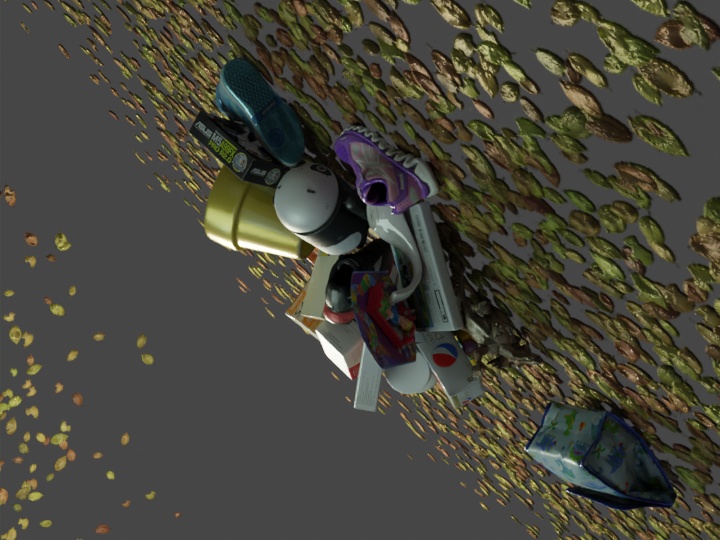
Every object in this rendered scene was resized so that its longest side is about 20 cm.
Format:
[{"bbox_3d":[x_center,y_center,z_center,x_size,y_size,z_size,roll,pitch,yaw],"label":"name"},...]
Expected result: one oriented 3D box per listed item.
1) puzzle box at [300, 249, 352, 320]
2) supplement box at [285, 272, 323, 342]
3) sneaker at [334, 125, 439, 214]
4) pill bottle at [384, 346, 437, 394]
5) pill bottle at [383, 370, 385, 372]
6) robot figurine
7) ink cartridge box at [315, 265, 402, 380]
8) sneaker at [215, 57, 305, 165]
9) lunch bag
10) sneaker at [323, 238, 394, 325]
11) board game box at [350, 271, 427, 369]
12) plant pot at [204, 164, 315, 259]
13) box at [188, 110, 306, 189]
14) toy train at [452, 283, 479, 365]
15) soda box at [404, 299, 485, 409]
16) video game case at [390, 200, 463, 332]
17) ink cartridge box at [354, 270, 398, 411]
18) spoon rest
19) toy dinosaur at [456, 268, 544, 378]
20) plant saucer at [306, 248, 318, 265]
[{"bbox_3d":[-0.056,-0.006,1.773,0.025,0.202,0.133,18,174,-19],"label":"puzzle box"},{"bbox_3d":[-0.057,0.105,2.128,0.200,0.126,0.073,40,171,-38],"label":"supplement box"},{"bbox_3d":[0.020,-0.143,1.384,0.200,0.088,0.081,34,164,39],"label":"sneaker"},{"bbox_3d":[0.109,0.164,1.774,0.112,0.113,0.200,43,-164,6],"label":"pill bottle"},{"bbox_3d":[0.065,0.162,2.057,0.200,0.106,0.106,40,165,16],"label":"pill bottle"},{"bbox_3d":[-0.058,-0.103,1.589,0.200,0.150,0.125,31,-152,-53],"label":"robot figurine"},{"bbox_3d":[0.021,0.096,1.815,0.083,0.200,0.145,41,166,22],"label":"ink cartridge box"},{"bbox_3d":[-0.174,-0.261,1.612,0.201,0.079,0.130,57,162,-8],"label":"sneaker"},{"bbox_3d":[0.401,0.320,1.563,0.199,0.128,0.170,36,167,-20],"label":"lunch bag"},{"bbox_3d":[0.000,0.000,1.650,0.070,0.201,0.098,20,140,23],"label":"sneaker"},{"bbox_3d":[0.053,0.070,1.496,0.200,0.039,0.159,1,-110,-64],"label":"board game box"},{"bbox_3d":[-0.168,-0.115,1.799,0.188,0.202,0.201,25,161,11],"label":"plant pot"},{"bbox_3d":[-0.177,-0.200,1.636,0.160,0.044,0.199,42,-162,30],"label":"box"},{"bbox_3d":[0.175,0.087,1.670,0.151,0.055,0.200,59,179,24],"label":"toy train"},{"bbox_3d":[0.137,0.135,1.628,0.201,0.063,0.068,58,178,30],"label":"soda box"},{"bbox_3d":[0.098,-0.001,1.510,0.182,0.022,0.202,165,89,-73],"label":"video game case"},{"bbox_3d":[0.029,0.117,1.668,0.044,0.202,0.177,9,-154,1],"label":"ink cartridge box"},{"bbox_3d":[0.054,-0.049,1.486,0.099,0.060,0.202,119,141,-65],"label":"spoon rest"},{"bbox_3d":[0.206,0.096,1.559,0.201,0.086,0.135,57,-161,11],"label":"toy dinosaur"},{"bbox_3d":[-0.099,-0.059,2.047,0.200,0.032,0.201,41,164,14],"label":"plant saucer"}]
